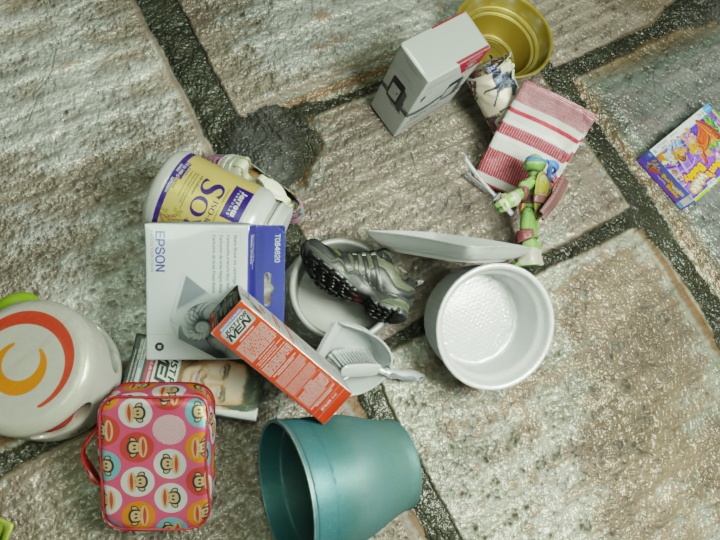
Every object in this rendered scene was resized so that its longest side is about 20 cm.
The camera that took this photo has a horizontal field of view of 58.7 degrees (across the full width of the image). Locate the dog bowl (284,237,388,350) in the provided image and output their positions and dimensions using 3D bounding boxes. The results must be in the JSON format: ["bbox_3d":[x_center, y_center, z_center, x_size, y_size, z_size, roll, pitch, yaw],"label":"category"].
[{"bbox_3d":[-0.032,0.037,1.055,0.200,0.059,0.201,4,72,-11],"label":"dog bowl"}]

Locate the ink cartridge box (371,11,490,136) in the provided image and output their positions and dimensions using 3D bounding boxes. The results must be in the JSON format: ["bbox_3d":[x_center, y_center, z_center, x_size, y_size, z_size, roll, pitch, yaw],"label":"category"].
[{"bbox_3d":[0.118,-0.343,1.138,0.145,0.200,0.083,-34,85,-20],"label":"ink cartridge box"}]

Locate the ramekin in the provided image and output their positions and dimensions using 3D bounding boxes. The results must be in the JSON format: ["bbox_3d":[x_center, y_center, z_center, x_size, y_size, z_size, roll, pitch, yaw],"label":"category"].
[{"bbox_3d":[0.200,0.083,1.036,0.200,0.098,0.201,-2,97,-13],"label":"ramekin"}]

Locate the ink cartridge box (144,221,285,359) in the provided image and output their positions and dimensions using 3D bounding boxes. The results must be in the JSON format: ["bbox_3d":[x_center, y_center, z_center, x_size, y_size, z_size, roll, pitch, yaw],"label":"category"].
[{"bbox_3d":[-0.207,0.030,0.925,0.199,0.041,0.200,-1,98,-13],"label":"ink cartridge box"}]

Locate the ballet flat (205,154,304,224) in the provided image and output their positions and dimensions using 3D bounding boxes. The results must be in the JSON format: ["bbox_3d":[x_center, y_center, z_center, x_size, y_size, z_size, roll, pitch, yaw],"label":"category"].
[{"bbox_3d":[-0.179,-0.149,1.079,0.200,0.071,0.069,31,68,0],"label":"ballet flat"}]

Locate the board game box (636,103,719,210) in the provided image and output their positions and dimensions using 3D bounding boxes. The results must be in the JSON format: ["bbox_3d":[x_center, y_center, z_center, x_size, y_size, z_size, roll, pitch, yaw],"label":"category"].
[{"bbox_3d":[0.678,-0.233,1.297,0.200,0.045,0.135,-36,82,-20],"label":"board game box"}]

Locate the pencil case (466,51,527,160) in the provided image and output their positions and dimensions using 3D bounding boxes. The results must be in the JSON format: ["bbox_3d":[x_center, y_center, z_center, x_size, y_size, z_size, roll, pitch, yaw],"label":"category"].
[{"bbox_3d":[0.275,-0.293,1.180,0.200,0.089,0.078,57,42,-20],"label":"pencil case"}]

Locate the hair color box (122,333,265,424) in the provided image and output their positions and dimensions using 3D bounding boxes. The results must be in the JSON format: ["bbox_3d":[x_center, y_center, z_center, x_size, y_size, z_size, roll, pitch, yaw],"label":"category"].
[{"bbox_3d":[-0.247,0.165,0.967,0.199,0.061,0.099,12,70,-8],"label":"hair color box"}]

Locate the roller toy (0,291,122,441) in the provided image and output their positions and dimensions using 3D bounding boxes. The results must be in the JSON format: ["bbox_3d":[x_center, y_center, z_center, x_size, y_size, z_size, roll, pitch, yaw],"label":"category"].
[{"bbox_3d":[-0.439,0.145,0.892,0.182,0.140,0.200,14,72,5],"label":"roller toy"}]

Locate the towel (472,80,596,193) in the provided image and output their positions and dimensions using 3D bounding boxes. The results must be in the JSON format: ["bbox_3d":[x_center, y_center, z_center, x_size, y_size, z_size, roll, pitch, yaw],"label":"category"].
[{"bbox_3d":[0.310,-0.222,1.154,0.144,0.200,0.023,24,29,-2],"label":"towel"}]

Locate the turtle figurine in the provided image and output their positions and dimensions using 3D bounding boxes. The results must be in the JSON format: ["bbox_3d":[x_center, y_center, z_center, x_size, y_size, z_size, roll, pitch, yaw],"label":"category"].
[{"bbox_3d":[0.258,-0.101,1.126,0.199,0.144,0.194,-4,88,-13],"label":"turtle figurine"}]

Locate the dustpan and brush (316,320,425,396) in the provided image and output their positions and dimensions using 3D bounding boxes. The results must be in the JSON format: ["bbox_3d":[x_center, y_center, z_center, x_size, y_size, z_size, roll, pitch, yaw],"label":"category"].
[{"bbox_3d":[0.020,0.153,1.014,0.200,0.140,0.057,8,29,-40],"label":"dustpan and brush"}]

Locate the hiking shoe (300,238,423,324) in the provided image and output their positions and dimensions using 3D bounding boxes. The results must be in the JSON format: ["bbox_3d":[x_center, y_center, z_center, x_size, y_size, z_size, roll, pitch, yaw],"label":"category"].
[{"bbox_3d":[0.000,0.000,1.013,0.200,0.076,0.101,34,57,-7],"label":"hiking shoe"}]

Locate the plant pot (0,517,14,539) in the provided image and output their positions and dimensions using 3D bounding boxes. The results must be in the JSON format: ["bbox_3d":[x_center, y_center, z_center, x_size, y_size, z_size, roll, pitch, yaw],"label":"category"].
[{"bbox_3d":[-0.558,0.365,0.772,0.199,0.182,0.200,22,69,-4],"label":"plant pot"}]

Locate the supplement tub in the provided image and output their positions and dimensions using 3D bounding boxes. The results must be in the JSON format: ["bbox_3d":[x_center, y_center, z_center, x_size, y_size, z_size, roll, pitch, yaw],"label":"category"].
[{"bbox_3d":[-0.222,-0.085,1.009,0.200,0.145,0.146,25,69,-2],"label":"supplement tub"}]

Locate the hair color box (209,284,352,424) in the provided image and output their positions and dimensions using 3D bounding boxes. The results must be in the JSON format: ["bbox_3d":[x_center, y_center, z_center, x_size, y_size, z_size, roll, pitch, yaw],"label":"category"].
[{"bbox_3d":[-0.112,0.114,0.883,0.200,0.111,0.064,44,87,-16],"label":"hair color box"}]

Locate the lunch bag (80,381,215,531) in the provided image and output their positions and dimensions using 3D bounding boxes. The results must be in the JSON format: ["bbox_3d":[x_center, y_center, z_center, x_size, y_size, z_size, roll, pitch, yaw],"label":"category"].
[{"bbox_3d":[-0.292,0.257,0.885,0.176,0.082,0.201,2,97,-8],"label":"lunch bag"}]

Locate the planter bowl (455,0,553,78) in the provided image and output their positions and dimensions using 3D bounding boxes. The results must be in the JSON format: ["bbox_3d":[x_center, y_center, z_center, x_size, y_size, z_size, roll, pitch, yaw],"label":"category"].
[{"bbox_3d":[0.269,-0.443,1.262,0.200,0.083,0.201,3,72,-10],"label":"planter bowl"}]

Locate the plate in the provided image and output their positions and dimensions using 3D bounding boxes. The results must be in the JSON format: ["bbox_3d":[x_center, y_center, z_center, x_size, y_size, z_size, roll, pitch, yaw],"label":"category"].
[{"bbox_3d":[0.141,-0.038,1.021,0.199,0.200,0.032,-1,100,-51],"label":"plate"}]

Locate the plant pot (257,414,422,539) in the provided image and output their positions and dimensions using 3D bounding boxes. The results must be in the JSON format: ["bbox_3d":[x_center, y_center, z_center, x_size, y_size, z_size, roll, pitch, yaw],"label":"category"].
[{"bbox_3d":[-0.023,0.293,0.908,0.188,0.200,0.201,-6,73,-28],"label":"plant pot"}]
